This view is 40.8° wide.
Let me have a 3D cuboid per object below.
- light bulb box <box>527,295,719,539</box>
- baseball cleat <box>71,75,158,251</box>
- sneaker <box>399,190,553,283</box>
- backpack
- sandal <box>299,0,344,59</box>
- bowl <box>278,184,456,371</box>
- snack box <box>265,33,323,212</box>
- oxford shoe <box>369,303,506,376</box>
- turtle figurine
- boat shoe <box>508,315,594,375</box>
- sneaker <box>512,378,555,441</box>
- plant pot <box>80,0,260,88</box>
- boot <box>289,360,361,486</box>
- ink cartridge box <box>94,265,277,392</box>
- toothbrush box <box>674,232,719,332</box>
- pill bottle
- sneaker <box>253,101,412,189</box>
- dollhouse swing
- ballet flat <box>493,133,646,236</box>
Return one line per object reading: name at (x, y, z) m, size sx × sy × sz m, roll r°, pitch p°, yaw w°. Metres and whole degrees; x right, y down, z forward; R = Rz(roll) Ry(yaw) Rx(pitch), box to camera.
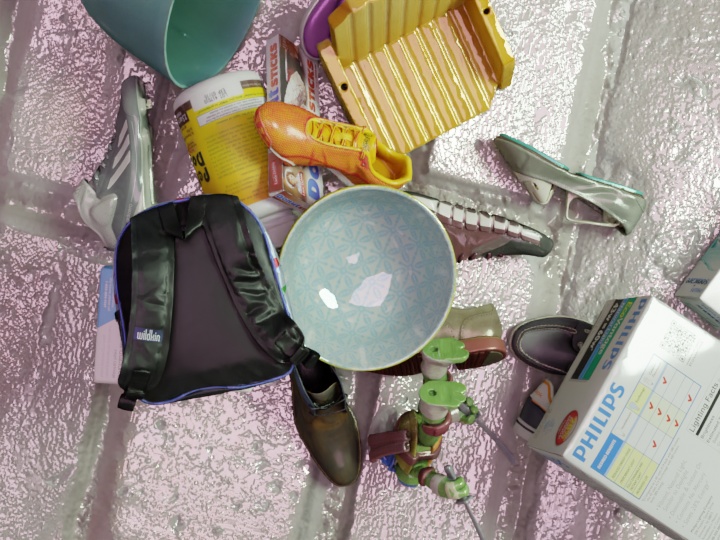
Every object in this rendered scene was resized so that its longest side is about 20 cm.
light bulb box at (0.322, 0.163, 1.047) m, size 0.199 × 0.125 × 0.200 m, roll 33°, pitch 82°, yaw -5°
baseball cleat at (-0.286, -0.124, 1.127) m, size 0.105 × 0.070 × 0.203 m, roll -4°, pitch 90°, yaw -2°
sneaker at (0.120, -0.016, 1.144) m, size 0.197 × 0.076 × 0.117 m, roll 16°, pitch 95°, yaw 9°
backpack at (-0.156, 0.022, 0.967) m, size 0.197 × 0.154 × 0.193 m, roll -10°, pitch 95°, yaw -11°
sandal at (0.015, -0.315, 1.123) m, size 0.202 × 0.050 × 0.083 m, roll -37°, pitch 130°, yaw -6°
bowl at (0.000, 0.000, 1.081) m, size 0.197 × 0.108 × 0.203 m, roll -2°, pitch 101°, yaw -8°
snack box at (-0.075, -0.165, 1.097) m, size 0.024 × 0.072 × 0.203 m, roll -18°, pitch 63°, yaw 32°
oxford shoe at (0.071, 0.078, 1.150) m, size 0.197 × 0.071 × 0.076 m, roll -3°, pitch 64°, yaw 0°
turtle figurine at (0.113, 0.184, 1.094) m, size 0.199 × 0.196 × 0.144 m, roll 28°, pitch 48°, yaw 28°
boat shoe at (0.276, 0.097, 1.146) m, size 0.197 × 0.063 × 0.074 m, roll 12°, pitch 89°, yaw -2°
sneaker at (0.285, 0.197, 1.139) m, size 0.198 × 0.078 × 0.080 m, roll 26°, pitch 95°, yaw 0°
plant pot at (-0.220, -0.328, 1.072) m, size 0.160 × 0.201 × 0.202 m, roll 28°, pitch 89°, yaw 12°
boot at (-0.047, 0.161, 1.120) m, size 0.074 × 0.097 × 0.202 m, roll -18°, pitch 90°, yaw -1°
ink cartridge box at (-0.187, 0.064, 1.102) m, size 0.197 × 0.125 × 0.131 m, roll 4°, pitch 90°, yaw -1°
toothbrush box at (0.496, -0.004, 1.141) m, size 0.146 × 0.085 × 0.201 m, roll 36°, pitch 89°, yaw -2°
pill bottle at (-0.133, -0.117, 1.111) m, size 0.108 × 0.109 × 0.202 m, roll -20°, pitch 90°, yaw -1°
sneaker at (-0.027, -0.141, 1.056) m, size 0.198 × 0.077 × 0.074 m, roll 18°, pitch 59°, yaw -35°
dollhouse swing at (0.070, -0.234, 1.069) m, size 0.198 × 0.176 × 0.183 m, roll -27°, pitch 101°, yaw -2°
ballet flat at (0.240, -0.097, 1.144) m, size 0.198 × 0.067 × 0.064 m, roll 23°, pitch 97°, yaw -1°
